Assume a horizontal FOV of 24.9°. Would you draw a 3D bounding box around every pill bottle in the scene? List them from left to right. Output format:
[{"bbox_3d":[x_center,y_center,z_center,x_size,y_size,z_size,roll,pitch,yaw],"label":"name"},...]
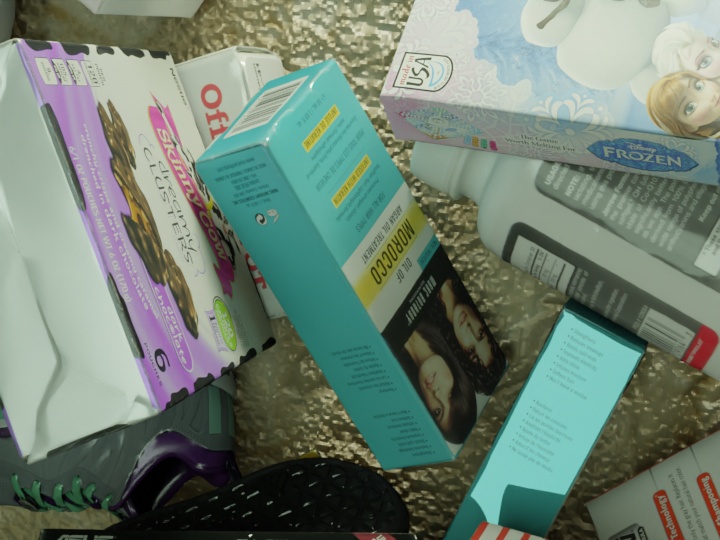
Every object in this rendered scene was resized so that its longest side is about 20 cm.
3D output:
[{"bbox_3d":[0.129,-0.038,0.840,0.199,0.111,0.111,30,103,10],"label":"pill bottle"}]

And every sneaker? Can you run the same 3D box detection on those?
[{"bbox_3d":[-0.161,0.116,0.937,0.199,0.074,0.088,-23,56,16],"label":"sneaker"},{"bbox_3d":[-0.060,0.164,0.894,0.198,0.072,0.083,-14,127,16],"label":"sneaker"}]

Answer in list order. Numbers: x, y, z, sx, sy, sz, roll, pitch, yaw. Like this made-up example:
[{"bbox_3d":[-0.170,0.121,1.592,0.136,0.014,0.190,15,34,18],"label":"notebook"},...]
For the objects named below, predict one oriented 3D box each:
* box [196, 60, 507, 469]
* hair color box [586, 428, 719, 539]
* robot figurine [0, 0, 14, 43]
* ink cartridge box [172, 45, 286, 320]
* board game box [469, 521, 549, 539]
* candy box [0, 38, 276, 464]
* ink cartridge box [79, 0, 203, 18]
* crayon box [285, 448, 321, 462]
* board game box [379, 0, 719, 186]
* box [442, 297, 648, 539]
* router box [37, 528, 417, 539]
[{"bbox_3d":[0.000,0.000,0.847,0.049,0.082,0.201,-13,118,38],"label":"box"},{"bbox_3d":[0.225,0.124,0.838,0.199,0.102,0.061,-31,132,16],"label":"hair color box"},{"bbox_3d":[-0.276,-0.171,0.926,0.169,0.113,0.200,-42,84,-14],"label":"robot figurine"},{"bbox_3d":[-0.129,-0.029,0.921,0.198,0.086,0.149,-14,93,13],"label":"ink cartridge box"},{"bbox_3d":[0.119,0.236,0.818,0.150,0.046,0.201,14,123,22],"label":"board game box"},{"bbox_3d":[-0.122,-0.017,0.773,0.071,0.200,0.169,-21,92,13],"label":"candy box"},{"bbox_3d":[-0.167,-0.225,0.875,0.200,0.147,0.083,38,105,8],"label":"ink cartridge box"},{"bbox_3d":[-0.027,0.211,0.942,0.125,0.052,0.201,-26,91,16],"label":"crayon box"},{"bbox_3d":[0.133,-0.143,0.796,0.197,0.043,0.201,9,64,22],"label":"board game box"},{"bbox_3d":[0.090,0.112,0.884,0.049,0.082,0.201,28,102,9],"label":"box"},{"bbox_3d":[-0.064,0.205,0.840,0.198,0.062,0.151,1,131,4],"label":"router box"}]
